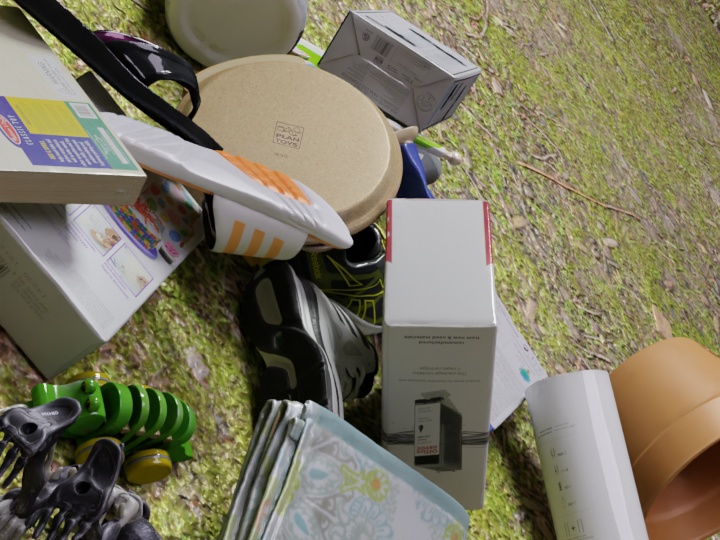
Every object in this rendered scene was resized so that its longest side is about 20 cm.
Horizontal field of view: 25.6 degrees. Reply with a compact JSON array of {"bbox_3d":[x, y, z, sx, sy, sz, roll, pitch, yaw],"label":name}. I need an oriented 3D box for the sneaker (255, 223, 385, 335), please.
[{"bbox_3d":[0.000,0.000,1.314,0.200,0.085,0.075,12,52,-54],"label":"sneaker"}]

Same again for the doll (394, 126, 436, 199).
[{"bbox_3d":[0.064,-0.018,1.363,0.136,0.048,0.200,125,-56,-73],"label":"doll"}]

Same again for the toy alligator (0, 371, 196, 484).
[{"bbox_3d":[-0.163,0.088,0.984,0.200,0.054,0.059,23,42,-48],"label":"toy alligator"}]

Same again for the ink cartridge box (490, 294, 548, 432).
[{"bbox_3d":[0.099,0.082,1.438,0.120,0.042,0.200,58,24,1],"label":"ink cartridge box"}]

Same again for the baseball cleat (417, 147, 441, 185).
[{"bbox_3d":[0.010,-0.080,1.460,0.200,0.070,0.107,13,65,-51],"label":"baseball cleat"}]

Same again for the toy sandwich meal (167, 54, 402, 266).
[{"bbox_3d":[-0.066,-0.088,1.247,0.205,0.070,0.206,7,52,-9],"label":"toy sandwich meal"}]

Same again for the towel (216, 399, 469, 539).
[{"bbox_3d":[-0.013,0.200,1.065,0.200,0.048,0.172,38,57,-31],"label":"towel"}]

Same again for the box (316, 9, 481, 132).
[{"bbox_3d":[0.041,-0.190,1.488,0.116,0.060,0.200,33,14,3],"label":"box"}]

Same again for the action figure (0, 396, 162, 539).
[{"bbox_3d":[-0.159,0.152,0.874,0.119,0.102,0.200,38,-23,24],"label":"action figure"}]

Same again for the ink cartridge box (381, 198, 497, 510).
[{"bbox_3d":[0.058,0.066,1.216,0.147,0.083,0.200,-88,178,-48],"label":"ink cartridge box"}]

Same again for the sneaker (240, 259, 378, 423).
[{"bbox_3d":[-0.019,0.089,1.195,0.115,0.076,0.201,29,35,-39],"label":"sneaker"}]

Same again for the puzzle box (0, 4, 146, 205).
[{"bbox_3d":[-0.238,-0.111,1.008,0.133,0.025,0.200,0,39,-43],"label":"puzzle box"}]

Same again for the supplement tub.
[{"bbox_3d":[-0.107,-0.278,1.401,0.122,0.122,0.200,38,32,-32],"label":"supplement tub"}]

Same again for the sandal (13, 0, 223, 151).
[{"bbox_3d":[-0.160,-0.149,1.122,0.200,0.048,0.075,41,-4,-33],"label":"sandal"}]

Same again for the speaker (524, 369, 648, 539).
[{"bbox_3d":[0.204,0.191,1.409,0.081,0.081,0.201,15,58,-53],"label":"speaker"}]

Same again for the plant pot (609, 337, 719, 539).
[{"bbox_3d":[0.319,0.161,1.569,0.200,0.200,0.140,19,29,-50],"label":"plant pot"}]

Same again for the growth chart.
[{"bbox_3d":[-0.002,-0.165,1.470,0.145,0.018,0.200,23,17,-35],"label":"growth chart"}]

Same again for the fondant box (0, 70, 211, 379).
[{"bbox_3d":[-0.195,-0.036,1.065,0.144,0.058,0.200,52,28,-9],"label":"fondant box"}]

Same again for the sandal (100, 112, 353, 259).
[{"bbox_3d":[-0.105,-0.049,1.112,0.206,0.059,0.079,22,18,-19],"label":"sandal"}]
